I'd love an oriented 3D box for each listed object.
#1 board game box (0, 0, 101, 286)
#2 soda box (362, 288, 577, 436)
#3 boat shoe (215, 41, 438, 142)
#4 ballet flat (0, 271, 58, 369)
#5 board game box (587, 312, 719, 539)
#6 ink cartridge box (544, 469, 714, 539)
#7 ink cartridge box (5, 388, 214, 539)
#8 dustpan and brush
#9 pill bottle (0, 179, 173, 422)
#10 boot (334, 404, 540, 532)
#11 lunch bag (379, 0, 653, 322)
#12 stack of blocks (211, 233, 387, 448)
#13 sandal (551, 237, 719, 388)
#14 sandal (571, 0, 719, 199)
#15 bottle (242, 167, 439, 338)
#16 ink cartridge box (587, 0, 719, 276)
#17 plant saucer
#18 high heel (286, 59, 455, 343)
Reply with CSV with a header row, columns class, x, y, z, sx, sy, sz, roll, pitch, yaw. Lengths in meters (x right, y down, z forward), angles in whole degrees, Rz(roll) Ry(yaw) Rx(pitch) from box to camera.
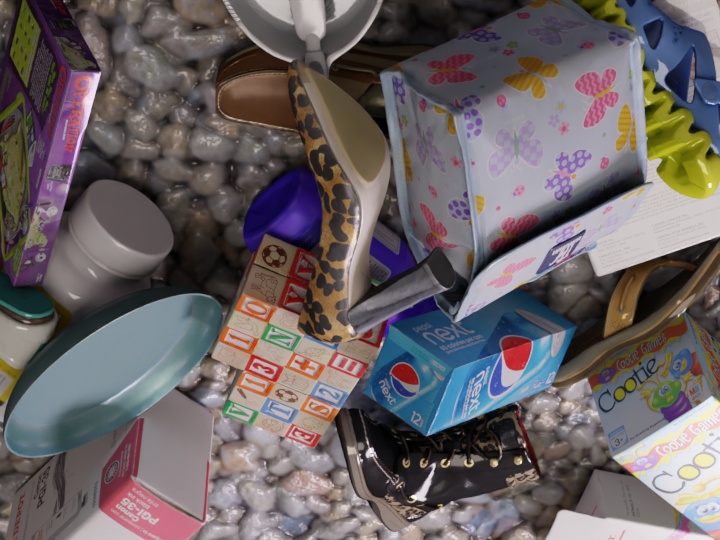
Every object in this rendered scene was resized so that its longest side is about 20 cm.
class,x,y,z,sx,sy,sz,roll,pitch,yaw
board game box,-0.246,-0.102,1.469,0.032,0.120,0.201,1,130,-27
soda box,0.091,0.069,1.562,0.068,0.200,0.064,33,115,26
boat shoe,-0.011,-0.132,1.482,0.199,0.074,0.076,-2,129,-1
ballet flat,-0.315,0.012,1.521,0.200,0.069,0.070,35,131,26
board game box,0.296,0.141,1.664,0.105,0.103,0.200,-35,130,22
ink cartridge box,0.252,0.251,1.785,0.199,0.067,0.117,12,126,-12
ink cartridge box,-0.220,0.207,1.683,0.083,0.147,0.200,35,118,-24
dustpan and brush,-0.035,-0.180,1.426,0.139,0.057,0.201,-7,113,5
pill bottle,-0.237,0.024,1.568,0.111,0.112,0.200,30,121,-22
boot,0.067,0.154,1.681,0.150,0.073,0.200,-18,146,8
lunch bag,0.121,-0.075,1.435,0.169,0.127,0.201,-25,129,-23
stack of blocks,-0.057,0.062,1.586,0.115,0.059,0.200,22,148,-5
sandal,0.222,0.028,1.622,0.200,0.080,0.054,-35,97,27
sandal,0.225,-0.155,1.465,0.087,0.079,0.200,-38,101,-20
bottle,0.000,0.000,1.587,0.200,0.065,0.083,36,127,-26
ink cartridge box,0.229,-0.112,1.539,0.160,0.050,0.201,-19,107,12
plant saucer,-0.198,0.075,1.540,0.200,0.027,0.200,-32,160,-13
high heel,-0.035,-0.043,1.429,0.142,0.071,0.201,-27,96,37
